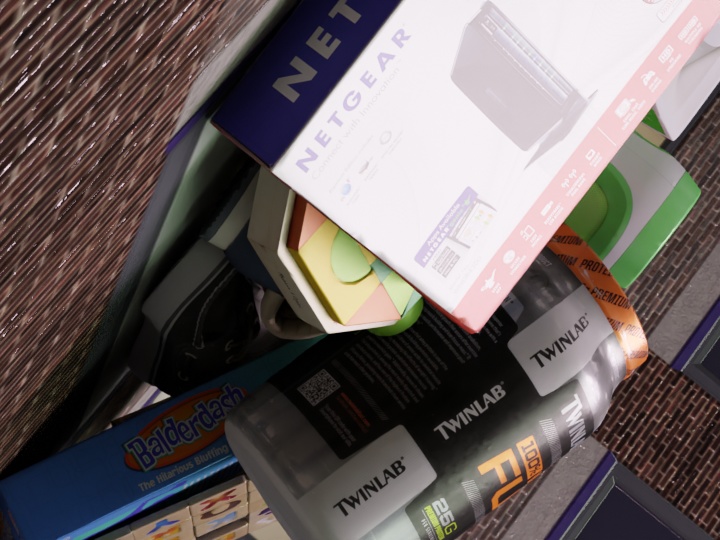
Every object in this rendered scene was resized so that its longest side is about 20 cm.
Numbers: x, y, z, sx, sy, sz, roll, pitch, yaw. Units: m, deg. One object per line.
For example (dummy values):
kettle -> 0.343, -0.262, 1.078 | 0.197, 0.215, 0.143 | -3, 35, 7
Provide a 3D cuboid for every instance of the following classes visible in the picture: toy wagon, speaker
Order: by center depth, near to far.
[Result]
toy wagon -> 0.028, -0.066, 1.111 | 0.200, 0.039, 0.155 | -48, 138, -16
speaker -> 0.099, -0.080, 1.370 | 0.089, 0.200, 0.088 | -51, 177, -4

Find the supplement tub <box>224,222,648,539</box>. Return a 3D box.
supplement tub -> 0.041, 0.066, 1.189 | 0.200, 0.123, 0.123 | -36, 175, -10

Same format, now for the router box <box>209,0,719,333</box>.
router box -> 0.054, -0.093, 1.036 | 0.200, 0.049, 0.179 | -52, 139, 1

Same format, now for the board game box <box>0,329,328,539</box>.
board game box -> -0.104, 0.107, 1.288 | 0.199, 0.045, 0.152 | -25, 169, -17

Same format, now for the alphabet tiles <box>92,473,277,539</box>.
alphabet tiles -> -0.124, 0.158, 1.310 | 0.199, 0.008, 0.167 | -23, 167, -9

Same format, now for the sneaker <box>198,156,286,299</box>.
sneaker -> 0.007, -0.069, 1.178 | 0.200, 0.082, 0.070 | -51, -174, -11

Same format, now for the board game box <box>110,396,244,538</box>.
board game box -> -0.041, 0.091, 1.456 | 0.199, 0.035, 0.135 | -22, -158, -17

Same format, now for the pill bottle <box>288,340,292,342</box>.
pill bottle -> -0.033, 0.050, 1.782 | 0.112, 0.112, 0.200 | -51, 178, -1

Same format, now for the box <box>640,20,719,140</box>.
box -> 0.162, -0.203, 1.201 | 0.200, 0.096, 0.177 | -52, 150, -9

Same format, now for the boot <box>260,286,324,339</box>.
boot -> 0.024, -0.035, 1.224 | 0.199, 0.075, 0.108 | -32, -147, 28

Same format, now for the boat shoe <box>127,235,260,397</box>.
boat shoe -> -0.081, 0.026, 1.261 | 0.069, 0.057, 0.200 | -50, 177, -21

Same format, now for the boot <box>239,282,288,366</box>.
boot -> -0.027, -0.022, 1.490 | 0.132, 0.070, 0.200 | -60, 177, 34
